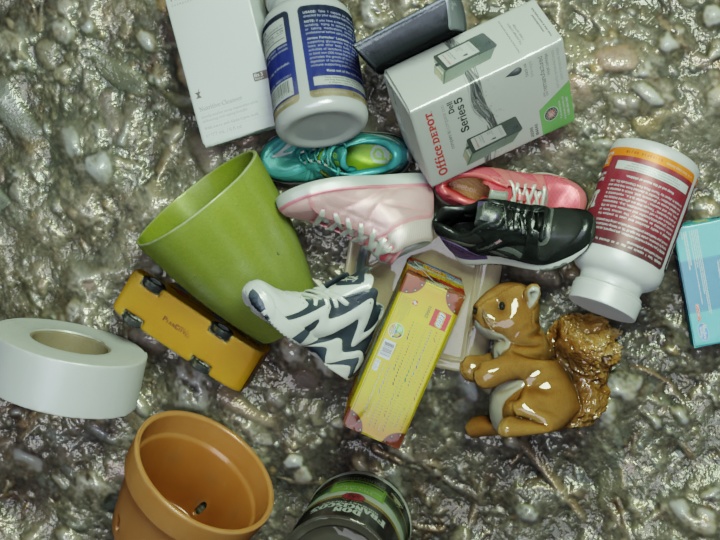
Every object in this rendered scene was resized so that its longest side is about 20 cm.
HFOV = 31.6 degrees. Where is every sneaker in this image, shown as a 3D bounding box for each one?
[{"bbox_3d":[0.000,-0.058,1.548,0.198,0.075,0.106,-5,79,-14],"label":"sneaker"},{"bbox_3d":[0.177,-0.048,1.508,0.198,0.087,0.076,-5,63,33],"label":"sneaker"},{"bbox_3d":[-0.045,0.033,1.537,0.199,0.079,0.130,38,85,-31],"label":"sneaker"},{"bbox_3d":[-0.034,-0.148,1.601,0.198,0.080,0.078,-3,97,10],"label":"sneaker"},{"bbox_3d":[0.182,-0.089,1.573,0.198,0.087,0.075,9,99,7],"label":"sneaker"}]

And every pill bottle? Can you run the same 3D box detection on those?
[{"bbox_3d":[0.322,-0.047,1.520,0.112,0.113,0.202,21,82,5],"label":"pill bottle"},{"bbox_3d":[-0.059,-0.262,1.548,0.114,0.116,0.202,-12,71,9],"label":"pill bottle"}]

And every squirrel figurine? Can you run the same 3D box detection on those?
[{"bbox_3d":[0.222,0.106,1.582,0.198,0.142,0.189,-5,84,-7],"label":"squirrel figurine"}]

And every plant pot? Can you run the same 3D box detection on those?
[{"bbox_3d":[-0.146,-0.014,1.598,0.186,0.187,0.201,-34,107,10],"label":"plant pot"},{"bbox_3d":[-0.230,0.301,1.636,0.199,0.200,0.140,38,117,2],"label":"plant pot"}]

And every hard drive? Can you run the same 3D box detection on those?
[{"bbox_3d":[0.065,-0.278,1.510,0.134,0.200,0.043,-26,94,11],"label":"hard drive"}]

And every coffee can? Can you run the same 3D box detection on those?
[{"bbox_3d":[-0.017,0.350,1.594,0.145,0.200,0.148,1,96,8],"label":"coffee can"}]

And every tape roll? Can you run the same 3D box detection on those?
[{"bbox_3d":[-0.376,0.123,1.622,0.200,0.202,0.072,15,98,6],"label":"tape roll"}]

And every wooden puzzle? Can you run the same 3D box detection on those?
[{"bbox_3d":[0.076,0.026,1.631,0.198,0.037,0.187,9,97,3],"label":"wooden puzzle"}]

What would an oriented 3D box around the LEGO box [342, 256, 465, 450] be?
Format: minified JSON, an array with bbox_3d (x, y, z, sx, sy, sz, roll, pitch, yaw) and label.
[{"bbox_3d":[0.053,0.097,1.547,0.077,0.149,0.202,23,99,0],"label":"LEGO box"}]

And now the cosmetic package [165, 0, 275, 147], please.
[{"bbox_3d":[-0.165,-0.268,1.606,0.112,0.081,0.202,-16,95,12],"label":"cosmetic package"}]

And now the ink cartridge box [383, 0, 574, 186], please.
[{"bbox_3d":[0.143,-0.208,1.510,0.198,0.146,0.084,-26,53,-2],"label":"ink cartridge box"}]

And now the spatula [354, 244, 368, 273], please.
[{"bbox_3d":[0.000,0.000,1.603,0.056,0.021,0.202,8,99,-8],"label":"spatula"}]

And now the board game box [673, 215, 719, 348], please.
[{"bbox_3d":[0.492,0.001,1.557,0.198,0.047,0.153,-11,94,9],"label":"board game box"}]

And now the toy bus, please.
[{"bbox_3d":[-0.219,0.075,1.654,0.199,0.078,0.065,33,101,3],"label":"toy bus"}]
